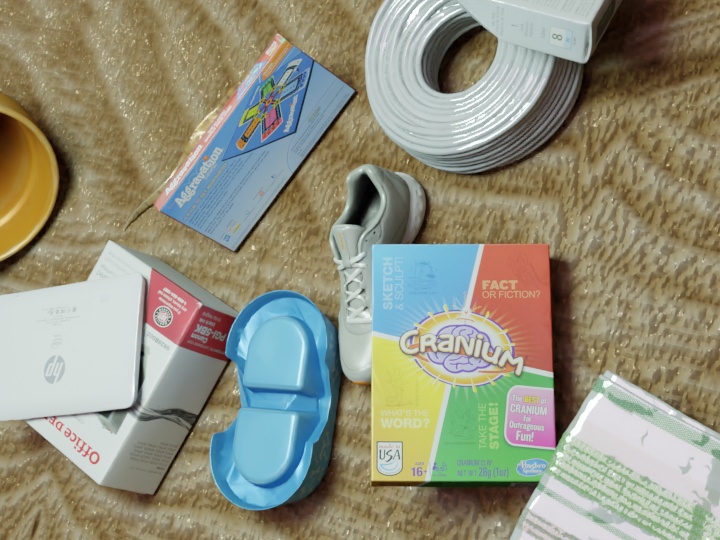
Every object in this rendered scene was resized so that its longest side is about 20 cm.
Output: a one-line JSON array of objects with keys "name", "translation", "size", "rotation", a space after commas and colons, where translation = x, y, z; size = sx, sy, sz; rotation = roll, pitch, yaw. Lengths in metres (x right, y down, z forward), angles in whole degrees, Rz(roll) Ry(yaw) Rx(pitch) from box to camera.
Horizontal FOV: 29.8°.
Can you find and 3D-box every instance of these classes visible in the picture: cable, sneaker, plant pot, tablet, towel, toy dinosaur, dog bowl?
[{"name": "cable", "translation": [0.099, -0.189, 1.212], "size": [0.200, 0.069, 0.201], "rotation": [-5, 74, 30]}, {"name": "sneaker", "translation": [0.000, 0.000, 1.204], "size": [0.076, 0.092, 0.201], "rotation": [-2, 76, 32]}, {"name": "plant pot", "translation": [-0.449, -0.130, 1.466], "size": [0.200, 0.200, 0.183], "rotation": [-50, 42, 10]}, {"name": "tablet", "translation": [-0.289, 0.076, 1.305], "size": [0.200, 0.014, 0.131], "rotation": [-9, 71, 32]}, {"name": "towel", "translation": [0.205, 0.198, 1.049], "size": [0.149, 0.031, 0.200], "rotation": [30, 95, 21]}, {"name": "toy dinosaur", "translation": [-0.152, -0.118, 1.321], "size": [0.200, 0.106, 0.060], "rotation": [-51, 58, 10]}, {"name": "dog bowl", "translation": [-0.072, 0.121, 1.240], "size": [0.111, 0.050, 0.201], "rotation": [1, 77, 31]}]

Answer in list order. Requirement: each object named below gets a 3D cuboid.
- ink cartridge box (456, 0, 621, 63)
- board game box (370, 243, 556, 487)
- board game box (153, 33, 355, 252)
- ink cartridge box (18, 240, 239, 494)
[{"name": "ink cartridge box", "translation": [0.128, -0.263, 1.154], "size": [0.200, 0.047, 0.160], "rotation": [18, 52, 19]}, {"name": "board game box", "translation": [0.083, 0.078, 1.124], "size": [0.153, 0.040, 0.201], "rotation": [-1, 74, 1]}, {"name": "board game box", "translation": [-0.101, -0.119, 1.292], "size": [0.200, 0.103, 0.019], "rotation": [-52, 44, 8]}, {"name": "ink cartridge box", "translation": [-0.225, 0.095, 1.318], "size": [0.147, 0.083, 0.200], "rotation": [31, 93, 33]}]
